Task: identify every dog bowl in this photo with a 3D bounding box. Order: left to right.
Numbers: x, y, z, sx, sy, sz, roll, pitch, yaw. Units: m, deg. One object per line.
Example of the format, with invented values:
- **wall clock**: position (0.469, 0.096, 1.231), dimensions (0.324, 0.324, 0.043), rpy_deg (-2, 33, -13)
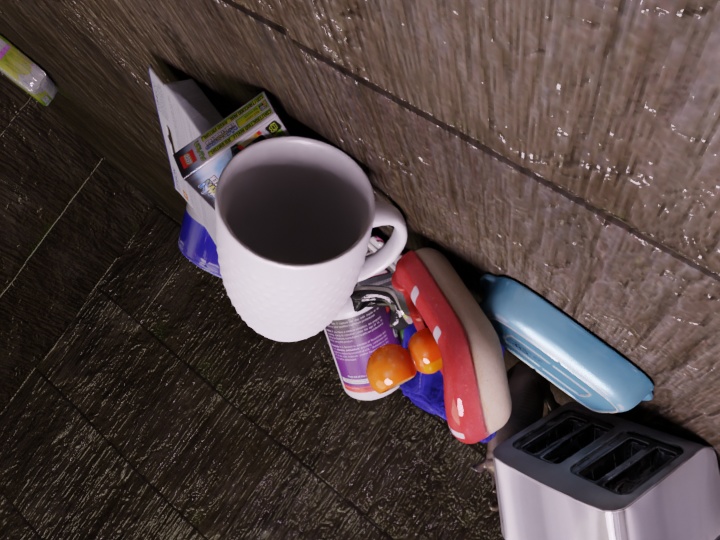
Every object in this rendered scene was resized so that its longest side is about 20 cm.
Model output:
- **dog bowl**: position (-0.172, -0.050, 0.998), dimensions (0.195, 0.081, 0.201), rpy_deg (20, -164, -6)

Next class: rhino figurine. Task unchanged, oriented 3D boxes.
- **rhino figurine**: position (0.186, 0.197, 0.797), dimensions (0.059, 0.202, 0.088), rpy_deg (-11, 126, 44)

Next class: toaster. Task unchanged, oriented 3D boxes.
- **toaster**: position (0.246, 0.238, 0.690), dimensions (0.179, 0.196, 0.123), rpy_deg (9, 115, 59)

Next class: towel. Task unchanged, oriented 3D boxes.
- **towel**: position (0.105, 0.114, 0.825), dimensions (0.048, 0.153, 0.199), rpy_deg (1, -176, -22)

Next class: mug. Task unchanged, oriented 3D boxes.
- **mug**: position (-0.045, -0.019, 0.658), dimensions (0.177, 0.194, 0.151), rpy_deg (105, 149, -54)

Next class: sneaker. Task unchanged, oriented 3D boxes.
- **sneaker**: position (0.000, 0.000, 0.801), dimensions (0.197, 0.089, 0.074), rpy_deg (35, 180, 14)

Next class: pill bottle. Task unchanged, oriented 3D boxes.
- **pill bottle**: position (0.000, 0.086, 1.008), dimensions (0.112, 0.110, 0.205), rpy_deg (21, 134, 57)

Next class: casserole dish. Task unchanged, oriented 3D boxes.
- **casserole dish**: position (0.190, 0.078, 0.646), dimensions (0.198, 0.039, 0.121), rpy_deg (38, 170, 7)

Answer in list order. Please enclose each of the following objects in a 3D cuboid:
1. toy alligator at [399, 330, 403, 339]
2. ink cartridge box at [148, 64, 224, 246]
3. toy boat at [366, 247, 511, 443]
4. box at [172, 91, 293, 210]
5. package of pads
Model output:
- **toy alligator**: position (0.088, 0.081, 0.986), dimensions (0.059, 0.055, 0.200), rpy_deg (36, 171, -4)
- **ink cartridge box**: position (-0.185, -0.120, 0.807), dimensions (0.201, 0.040, 0.203), rpy_deg (50, 154, 30)
- **toy boat**: position (0.066, 0.084, 0.666), dimensions (0.202, 0.128, 0.132), rpy_deg (61, 177, 44)
- **box**: position (-0.099, -0.087, 0.701), dimensions (0.035, 0.108, 0.200), rpy_deg (58, -177, 30)
- **package of pads**: position (-0.879, -0.522, 1.681), dimensions (0.198, 0.069, 0.154), rpy_deg (39, 172, -12)
